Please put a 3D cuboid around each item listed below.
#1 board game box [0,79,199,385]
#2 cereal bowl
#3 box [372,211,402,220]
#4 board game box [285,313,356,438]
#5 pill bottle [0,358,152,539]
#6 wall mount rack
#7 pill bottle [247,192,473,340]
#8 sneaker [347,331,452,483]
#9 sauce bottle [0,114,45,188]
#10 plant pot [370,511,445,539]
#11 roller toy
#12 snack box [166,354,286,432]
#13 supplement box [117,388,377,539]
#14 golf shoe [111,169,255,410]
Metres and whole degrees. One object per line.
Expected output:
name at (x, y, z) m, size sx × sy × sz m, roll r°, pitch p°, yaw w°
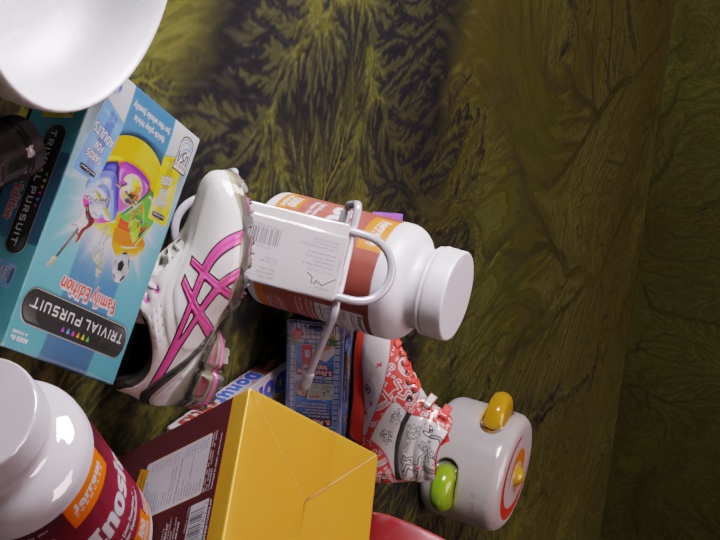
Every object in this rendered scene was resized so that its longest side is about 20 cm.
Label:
board game box at (-0.195, -0.032, 0.900) m, size 0.151 × 0.047 × 0.201 m, roll 39°, pitch 67°, yaw -67°
cereal bowl at (-0.194, -0.197, 0.746) m, size 0.200 × 0.083 × 0.201 m, roll -48°, pitch 145°, yaw -50°
box at (0.023, 0.052, 1.447) m, size 0.137 × 0.039 × 0.201 m, roll -85°, pitch 178°, yaw -64°
board game box at (-0.040, 0.140, 1.334) m, size 0.200 × 0.061 × 0.202 m, roll -38°, pitch 133°, yaw -83°
pill bottle at (-0.221, 0.147, 0.858) m, size 0.200 × 0.112 × 0.113 m, roll 73°, pitch 38°, yaw -54°
wall mount rack at (-0.077, 0.010, 1.103) m, size 0.075 × 0.199 × 0.175 m, roll -176°, pitch -80°, yaw -76°
pill bottle at (0.000, 0.000, 1.198) m, size 0.112 × 0.199 × 0.113 m, roll 14°, pitch 90°, yaw -69°
sneaker at (0.045, 0.122, 1.324) m, size 0.067 × 0.107 × 0.203 m, roll 40°, pitch 55°, yaw -84°
sauce bottle at (-0.256, -0.043, 0.717) m, size 0.200 × 0.066 × 0.066 m, roll -43°, pitch 142°, yaw -53°
plant pot at (0.058, 0.436, 1.632) m, size 0.183 × 0.199 × 0.201 m, roll -64°, pitch 156°, yaw -20°
roller toy at (0.185, 0.294, 1.936) m, size 0.183 × 0.139 × 0.201 m, roll 61°, pitch 47°, yaw -61°
snack box at (-0.126, 0.148, 1.221) m, size 0.200 × 0.024 × 0.072 m, roll -33°, pitch 132°, yaw -60°
supplement box at (-0.109, 0.232, 0.966) m, size 0.132 × 0.200 × 0.198 m, roll 31°, pitch 48°, yaw -30°
golf shoe at (-0.141, 0.015, 1.009) m, size 0.092 × 0.073 × 0.201 m, roll 10°, pitch 100°, yaw -27°
